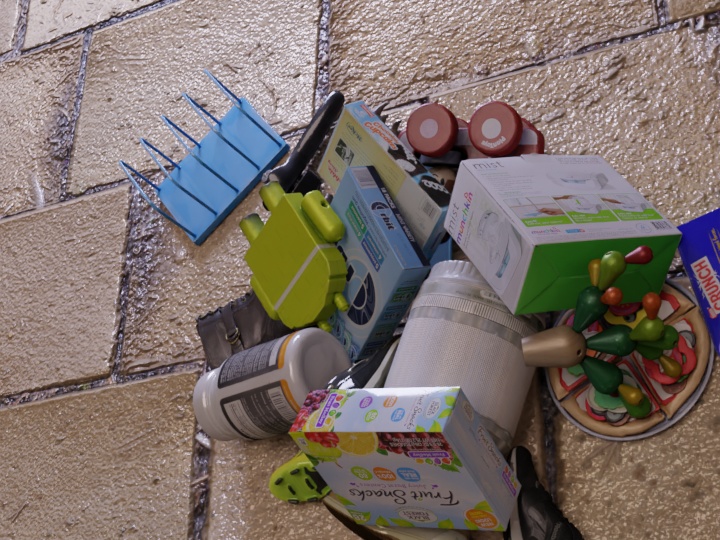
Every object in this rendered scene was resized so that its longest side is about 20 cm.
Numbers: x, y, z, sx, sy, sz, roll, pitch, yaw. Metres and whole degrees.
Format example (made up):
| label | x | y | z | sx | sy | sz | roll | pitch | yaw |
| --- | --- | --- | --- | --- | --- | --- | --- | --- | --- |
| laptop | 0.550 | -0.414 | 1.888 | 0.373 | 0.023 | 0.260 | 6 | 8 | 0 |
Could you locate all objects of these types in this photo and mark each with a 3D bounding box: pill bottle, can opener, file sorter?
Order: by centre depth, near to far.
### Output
| label | x | y | z | sx | sy | sz | roll | pitch | yaw |
| --- | --- | --- | --- | --- | --- | --- | --- | --- | --- |
| pill bottle | -0.114 | 0.150 | 1.556 | 0.199 | 0.116 | 0.117 | -21 | 57 | 39 |
| can opener | -0.078 | -0.166 | 1.747 | 0.201 | 0.078 | 0.063 | -64 | 14 | -13 |
| file sorter | -0.235 | -0.171 | 1.797 | 0.200 | 0.123 | 0.139 | -46 | 51 | 5 |

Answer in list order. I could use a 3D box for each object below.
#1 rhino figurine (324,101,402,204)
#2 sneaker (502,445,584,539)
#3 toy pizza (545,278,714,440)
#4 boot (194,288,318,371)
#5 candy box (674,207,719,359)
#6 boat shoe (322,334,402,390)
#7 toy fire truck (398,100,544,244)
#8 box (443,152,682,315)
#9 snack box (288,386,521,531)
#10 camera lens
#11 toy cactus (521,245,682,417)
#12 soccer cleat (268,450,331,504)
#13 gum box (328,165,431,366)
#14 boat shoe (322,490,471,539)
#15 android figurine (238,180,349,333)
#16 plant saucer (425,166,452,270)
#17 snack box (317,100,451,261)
| label | x | y | z | sx | sy | sz | roll | pitch | yaw |
| --- | --- | --- | --- | --- | --- | --- | --- | --- | --- |
| rhino figurine | 0.014 | -0.139 | 1.664 | 0.087 | 0.060 | 0.202 | 10 | 71 | 17 |
| sneaker | 0.202 | 0.290 | 1.350 | 0.087 | 0.076 | 0.202 | 0 | 56 | 0 |
| toy pizza | 0.300 | 0.093 | 1.394 | 0.199 | 0.032 | 0.202 | -14 | 61 | 26 |
| boot | -0.154 | 0.041 | 1.678 | 0.173 | 0.069 | 0.202 | -24 | 59 | 19 |
| candy box | 0.457 | -0.004 | 1.315 | 0.199 | 0.077 | 0.170 | -24 | 58 | 19 |
| boat shoe | 0.012 | 0.124 | 1.469 | 0.067 | 0.200 | 0.073 | 9 | 114 | 23 |
| toy fire truck | 0.138 | -0.118 | 1.548 | 0.198 | 0.112 | 0.170 | 1 | 85 | 23 |
| box | 0.224 | -0.048 | 1.381 | 0.177 | 0.198 | 0.097 | 54 | 140 | 46 |
| snack box | 0.049 | 0.204 | 1.326 | 0.199 | 0.169 | 0.068 | -4 | 43 | 36 |
| camera lens | 0.119 | 0.110 | 1.413 | 0.159 | 0.160 | 0.202 | 9 | 69 | 34 |
| toy cactus | 0.254 | 0.068 | 1.308 | 0.163 | 0.201 | 0.103 | -8 | 36 | 12 |
| soccer cleat | -0.030 | 0.220 | 1.532 | 0.200 | 0.065 | 0.084 | -37 | 24 | 17 |
| gum box | 0.000 | 0.000 | 1.541 | 0.171 | 0.044 | 0.201 | 62 | 143 | 32 |
| boat shoe | 0.045 | 0.292 | 1.439 | 0.199 | 0.074 | 0.067 | 18 | 64 | 35 |
| android figurine | -0.081 | -0.011 | 1.562 | 0.201 | 0.041 | 0.183 | 54 | 129 | 25 |
| plant saucer | 0.088 | -0.089 | 1.613 | 0.069 | 0.019 | 0.202 | -4 | 66 | 13 |
| snack box | 0.032 | -0.105 | 1.555 | 0.200 | 0.037 | 0.117 | 49 | 136 | 23 |
